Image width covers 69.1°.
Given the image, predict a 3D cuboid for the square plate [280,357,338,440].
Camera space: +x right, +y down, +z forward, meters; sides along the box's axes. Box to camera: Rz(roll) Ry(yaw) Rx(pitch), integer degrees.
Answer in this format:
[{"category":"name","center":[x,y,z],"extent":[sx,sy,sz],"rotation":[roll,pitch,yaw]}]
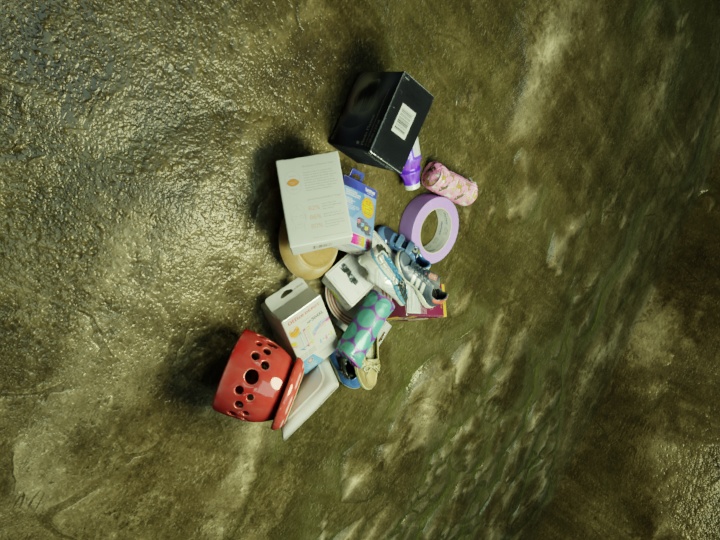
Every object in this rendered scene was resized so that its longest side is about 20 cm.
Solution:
[{"category":"square plate","center":[-0.152,0.311,1.367],"extent":[0.198,0.200,0.028],"rotation":[-45,115,3]}]

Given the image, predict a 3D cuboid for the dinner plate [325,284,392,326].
[{"category":"dinner plate","center":[-0.005,0.063,1.467],"extent":[0.194,0.024,0.207],"rotation":[5,72,-14]}]

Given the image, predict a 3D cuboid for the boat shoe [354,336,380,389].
[{"category":"boat shoe","center":[0.026,0.230,1.473],"extent":[0.072,0.062,0.207],"rotation":[12,72,-44]}]

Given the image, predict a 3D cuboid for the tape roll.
[{"category":"tape roll","center":[0.211,-0.129,1.602],"extent":[0.196,0.065,0.206],"rotation":[-15,114,-34]}]

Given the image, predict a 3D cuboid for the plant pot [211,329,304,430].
[{"category":"plant pot","center":[-0.238,0.267,1.262],"extent":[0.178,0.200,0.206],"rotation":[21,94,-3]}]

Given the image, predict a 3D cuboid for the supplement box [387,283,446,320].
[{"category":"supplement box","center":[0.151,0.094,1.563],"extent":[0.197,0.129,0.107],"rotation":[7,76,-44]}]

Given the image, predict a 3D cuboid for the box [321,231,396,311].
[{"category":"box","center":[0.000,0.000,1.443],"extent":[0.117,0.060,0.200],"rotation":[46,67,1]}]

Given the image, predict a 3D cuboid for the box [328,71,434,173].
[{"category":"box","center":[0.046,-0.370,1.296],"extent":[0.122,0.197,0.205],"rotation":[24,91,-38]}]

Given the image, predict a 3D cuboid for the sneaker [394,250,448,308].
[{"category":"sneaker","center":[0.175,0.017,1.451],"extent":[0.201,0.083,0.076],"rotation":[48,47,-25]}]

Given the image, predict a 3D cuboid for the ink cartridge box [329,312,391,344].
[{"category":"ink cartridge box","center":[0.002,0.153,1.549],"extent":[0.110,0.050,0.200],"rotation":[-54,131,-10]}]

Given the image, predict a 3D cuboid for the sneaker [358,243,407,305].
[{"category":"sneaker","center":[0.060,0.020,1.392],"extent":[0.202,0.085,0.076],"rotation":[56,27,-28]}]

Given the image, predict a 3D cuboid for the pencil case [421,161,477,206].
[{"category":"pencil case","center":[0.272,-0.262,1.590],"extent":[0.196,0.082,0.089],"rotation":[15,97,-39]}]

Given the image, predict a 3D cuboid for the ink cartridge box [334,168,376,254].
[{"category":"ink cartridge box","center":[-0.028,-0.158,1.363],"extent":[0.135,0.075,0.207],"rotation":[15,75,-47]}]

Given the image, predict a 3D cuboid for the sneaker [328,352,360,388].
[{"category":"sneaker","center":[-0.024,0.298,1.540],"extent":[0.076,0.110,0.203],"rotation":[-39,126,-19]}]

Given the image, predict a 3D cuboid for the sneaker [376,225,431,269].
[{"category":"sneaker","center":[0.127,-0.060,1.516],"extent":[0.200,0.082,0.075],"rotation":[45,49,-14]}]

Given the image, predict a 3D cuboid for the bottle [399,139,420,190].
[{"category":"bottle","center":[0.128,-0.327,1.452],"extent":[0.064,0.083,0.205],"rotation":[-29,121,-26]}]

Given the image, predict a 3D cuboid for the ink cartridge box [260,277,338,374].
[{"category":"ink cartridge box","center":[-0.160,0.136,1.366],"extent":[0.127,0.124,0.204],"rotation":[-34,125,-23]}]

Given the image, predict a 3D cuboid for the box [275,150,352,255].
[{"category":"box","center":[-0.108,-0.157,1.229],"extent":[0.147,0.106,0.206],"rotation":[-9,84,-5]}]

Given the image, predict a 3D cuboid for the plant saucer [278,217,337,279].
[{"category":"plant saucer","center":[-0.120,-0.079,1.346],"extent":[0.197,0.035,0.207],"rotation":[-3,95,-44]}]

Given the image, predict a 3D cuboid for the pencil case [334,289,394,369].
[{"category":"pencil case","center":[0.013,0.154,1.388],"extent":[0.203,0.084,0.093],"rotation":[-58,149,-19]}]
